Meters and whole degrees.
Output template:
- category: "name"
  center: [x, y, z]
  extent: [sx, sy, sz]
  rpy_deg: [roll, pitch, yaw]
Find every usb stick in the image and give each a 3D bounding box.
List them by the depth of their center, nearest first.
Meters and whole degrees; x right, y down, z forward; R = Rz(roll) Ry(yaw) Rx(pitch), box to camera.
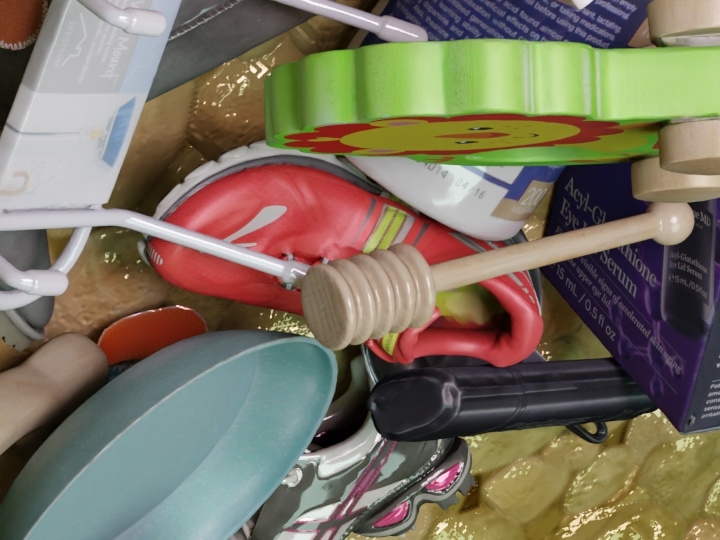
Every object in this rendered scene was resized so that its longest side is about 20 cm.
- category: "usb stick"
  center: [0.080, 0.059, 1.291]
  extent: [0.055, 0.033, 0.200]
  rpy_deg: [-20, 168, 37]

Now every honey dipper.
- category: "honey dipper"
  center: [0.065, -0.006, 1.176]
  extent: [0.200, 0.038, 0.038]
  rpy_deg: [-15, 130, -33]

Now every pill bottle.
- category: "pill bottle"
  center: [0.076, -0.121, 1.189]
  extent: [0.111, 0.111, 0.200]
  rpy_deg: [20, 111, -40]

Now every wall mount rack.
- category: "wall mount rack"
  center: [-0.071, -0.057, 1.084]
  extent: [0.174, 0.075, 0.200]
  rpy_deg: [-4, 124, -51]

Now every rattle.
- category: "rattle"
  center: [-0.186, 0.052, 1.223]
  extent: [0.200, 0.143, 0.130]
  rpy_deg: [-49, 153, -29]

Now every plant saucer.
- category: "plant saucer"
  center: [-0.097, 0.092, 1.213]
  extent: [0.200, 0.036, 0.200]
  rpy_deg: [-38, 159, -17]

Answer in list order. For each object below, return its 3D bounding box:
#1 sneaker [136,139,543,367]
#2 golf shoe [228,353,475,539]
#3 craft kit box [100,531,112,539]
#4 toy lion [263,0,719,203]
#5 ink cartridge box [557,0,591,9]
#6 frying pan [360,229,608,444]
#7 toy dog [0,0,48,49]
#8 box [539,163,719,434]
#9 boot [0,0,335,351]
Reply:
- category: "sneaker"
  center: [0.000, 0.000, 1.192]
  extent: [0.200, 0.085, 0.077]
  rpy_deg: [9, 125, -32]
- category: "golf shoe"
  center: [-0.040, 0.123, 1.338]
  extent: [0.200, 0.077, 0.088]
  rpy_deg: [-43, 127, -8]
- category: "craft kit box"
  center: [-0.211, 0.203, 1.310]
  extent: [0.200, 0.049, 0.198]
  rpy_deg: [-18, 133, -19]
- category: "toy lion"
  center: [0.060, -0.063, 1.052]
  extent: [0.191, 0.200, 0.069]
  rpy_deg: [-3, 86, 2]
- category: "ink cartridge box"
  center: [0.075, -0.200, 1.041]
  extent: [0.125, 0.129, 0.200]
  rpy_deg: [-37, 106, -1]
- category: "frying pan"
  center: [0.062, 0.048, 1.331]
  extent: [0.115, 0.031, 0.190]
  rpy_deg: [-42, 123, -26]
- category: "toy dog"
  center: [-0.181, -0.124, 1.033]
  extent: [0.200, 0.096, 0.132]
  rpy_deg: [-45, 131, 14]
- category: "box"
  center: [0.178, -0.048, 1.283]
  extent: [0.104, 0.148, 0.200]
  rpy_deg: [-8, 126, -25]
- category: "boot"
  center: [-0.103, -0.075, 1.144]
  extent: [0.200, 0.073, 0.182]
  rpy_deg: [-32, 135, -7]
